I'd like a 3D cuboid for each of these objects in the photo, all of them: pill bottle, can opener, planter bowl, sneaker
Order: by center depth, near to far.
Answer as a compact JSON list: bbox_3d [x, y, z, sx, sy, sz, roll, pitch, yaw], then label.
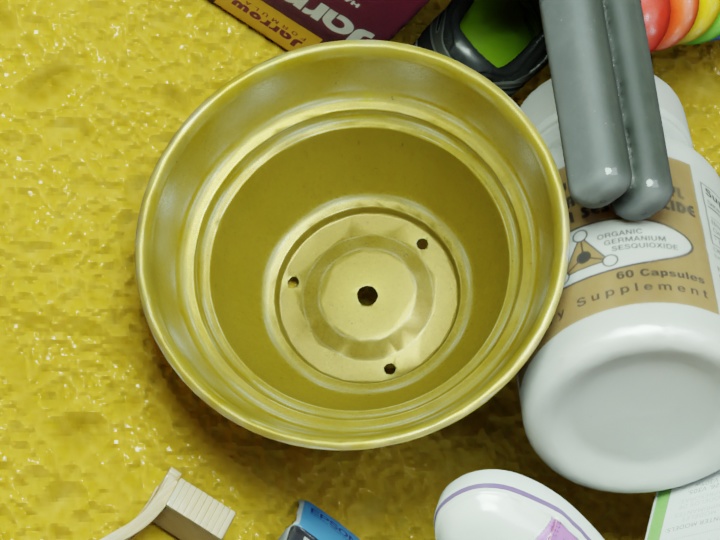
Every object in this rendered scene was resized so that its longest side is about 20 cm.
[{"bbox_3d":[0.095,0.188,1.312,0.201,0.073,0.114,56,20,-12],"label":"sneaker"},{"bbox_3d":[0.000,0.000,1.370,0.200,0.083,0.201,-2,69,6],"label":"planter bowl"},{"bbox_3d":[0.098,-0.111,1.378,0.053,0.067,0.200,14,57,-37],"label":"can opener"},{"bbox_3d":[0.125,-0.002,1.405,0.114,0.114,0.200,15,42,-19],"label":"pill bottle"},{"bbox_3d":[0.097,-0.145,1.493,0.071,0.083,0.200,45,58,-2],"label":"sneaker"}]

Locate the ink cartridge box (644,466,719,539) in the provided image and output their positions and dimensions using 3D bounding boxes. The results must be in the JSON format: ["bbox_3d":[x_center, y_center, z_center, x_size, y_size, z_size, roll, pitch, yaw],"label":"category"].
[{"bbox_3d":[0.175,0.167,1.353,0.104,0.059,0.200,59,29,-25],"label":"ink cartridge box"}]

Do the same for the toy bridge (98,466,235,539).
[{"bbox_3d":[-0.126,0.168,1.293,0.067,0.027,0.200,32,59,-9],"label":"toy bridge"}]

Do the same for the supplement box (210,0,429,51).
[{"bbox_3d":[0.001,-0.183,1.395,0.110,0.200,0.086,32,61,-10],"label":"supplement box"}]

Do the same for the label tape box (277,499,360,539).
[{"bbox_3d":[-0.003,0.200,1.301,0.143,0.066,0.200,40,18,-7],"label":"label tape box"}]

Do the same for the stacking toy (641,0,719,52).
[{"bbox_3d":[0.161,-0.147,1.486,0.200,0.085,0.085,-23,80,-53],"label":"stacking toy"}]
